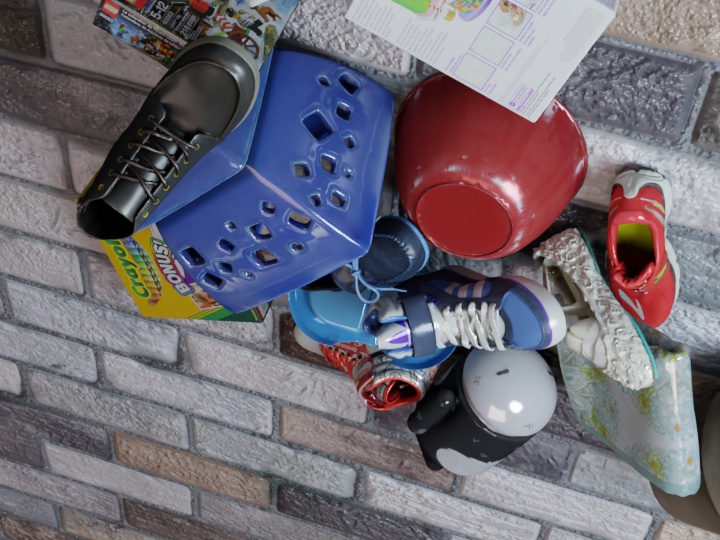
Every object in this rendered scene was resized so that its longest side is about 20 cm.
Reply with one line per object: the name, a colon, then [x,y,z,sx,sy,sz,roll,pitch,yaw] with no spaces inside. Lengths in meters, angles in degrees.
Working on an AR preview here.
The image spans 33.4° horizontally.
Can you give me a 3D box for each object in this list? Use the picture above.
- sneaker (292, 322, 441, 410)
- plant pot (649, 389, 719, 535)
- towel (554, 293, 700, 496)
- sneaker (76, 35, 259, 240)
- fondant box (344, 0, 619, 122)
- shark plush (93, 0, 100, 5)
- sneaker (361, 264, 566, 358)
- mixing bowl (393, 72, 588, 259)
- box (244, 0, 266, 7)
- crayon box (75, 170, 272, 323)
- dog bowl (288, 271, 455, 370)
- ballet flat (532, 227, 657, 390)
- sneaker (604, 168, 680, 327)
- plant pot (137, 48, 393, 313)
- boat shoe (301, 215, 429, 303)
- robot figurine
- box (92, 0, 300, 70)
sneaker: [-0.003,0.105,1.424,0.201,0.108,0.067,3,136,22]
plant pot: [0.415,0.214,1.310,0.200,0.200,0.173,35,154,-14]
towel: [0.277,0.123,1.260,0.200,0.048,0.172,35,146,57]
sneaker: [-0.153,-0.097,0.961,0.075,0.106,0.200,35,136,-15]
fondant box: [0.105,-0.236,1.042,0.200,0.058,0.144,27,140,-7]
shark plush: [-0.173,-0.244,1.186,0.200,0.091,0.083,19,165,-28]
sneaker: [0.091,0.059,1.203,0.200,0.146,0.081,20,129,52]
mixing bowl: [0.114,-0.083,1.166,0.199,0.109,0.201,12,139,11]
box: [-0.030,-0.318,0.943,0.098,0.124,0.200,53,136,1]
crayon box: [-0.214,-0.026,1.415,0.172,0.058,0.200,1,135,24]
dog bowl: [0.020,0.040,1.353,0.199,0.050,0.112,16,101,8]
ballet flat: [0.223,0.044,1.189,0.072,0.200,0.072,-12,140,-11]
sneaker: [0.272,-0.006,1.194,0.077,0.085,0.200,2,136,23]
plant pot: [-0.105,-0.104,1.147,0.180,0.201,0.200,33,140,-32]
boat shoe: [0.000,0.000,1.232,0.084,0.069,0.200,57,152,-3]
robot figurine: [0.141,0.161,1.404,0.125,0.150,0.200,40,135,-2]
box: [-0.124,-0.242,1.029,0.136,0.200,0.038,30,137,-9]
